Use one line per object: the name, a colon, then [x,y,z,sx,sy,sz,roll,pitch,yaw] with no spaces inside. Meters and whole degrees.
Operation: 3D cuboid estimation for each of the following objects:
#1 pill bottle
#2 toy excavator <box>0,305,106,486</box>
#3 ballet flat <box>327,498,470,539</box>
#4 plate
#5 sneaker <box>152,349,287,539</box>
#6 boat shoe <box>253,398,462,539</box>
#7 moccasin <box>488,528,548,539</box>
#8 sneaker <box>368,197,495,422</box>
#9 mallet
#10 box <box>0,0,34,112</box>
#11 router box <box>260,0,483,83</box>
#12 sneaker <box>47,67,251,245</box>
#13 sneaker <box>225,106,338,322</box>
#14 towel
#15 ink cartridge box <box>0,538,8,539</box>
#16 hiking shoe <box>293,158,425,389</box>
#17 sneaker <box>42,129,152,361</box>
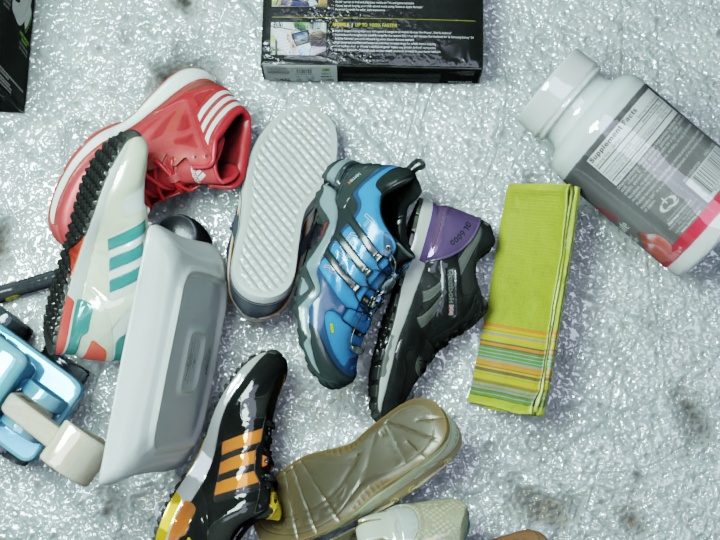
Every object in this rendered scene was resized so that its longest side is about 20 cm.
pill bottle: [0.237,-0.098,1.239,0.200,0.111,0.111,41,84,5]
toy excavator: [-0.280,0.109,1.164,0.194,0.200,0.100,35,84,5]
ballet flat: [-0.002,0.241,1.189,0.199,0.062,0.068,-31,45,13]
plate: [-0.150,0.072,1.163,0.032,0.200,0.201,9,87,9]
sneaker: [-0.094,0.169,1.215,0.090,0.070,0.201,26,85,17]
boat shoe: [0.001,0.182,1.219,0.199,0.066,0.074,-29,59,17]
moccasin: [0.074,0.278,1.206,0.200,0.078,0.074,-15,83,-2]
sneaker: [0.066,0.042,1.242,0.087,0.076,0.201,16,83,-4]
mallet: [-0.226,-0.004,1.267,0.199,0.066,0.041,-17,80,12]
box: [-0.369,-0.253,1.249,0.147,0.124,0.202,4,82,0]
router box: [0.012,-0.247,1.287,0.198,0.051,0.150,1,81,0]
sneaker: [-0.176,-0.084,1.227,0.200,0.078,0.115,-50,44,-5]
sneaker: [-0.075,-0.048,1.254,0.078,0.080,0.201,18,61,-2]
towel: [0.140,0.023,1.240,0.018,0.086,0.202,15,83,-41]
ink cartridge box: [-0.362,0.325,1.164,0.164,0.075,0.202,-8,73,17]
hiking shoe: [0.000,0.000,1.198,0.086,0.074,0.202,0,77,30]
sneaker: [-0.197,-0.016,1.198,0.093,0.070,0.201,15,98,-25]
